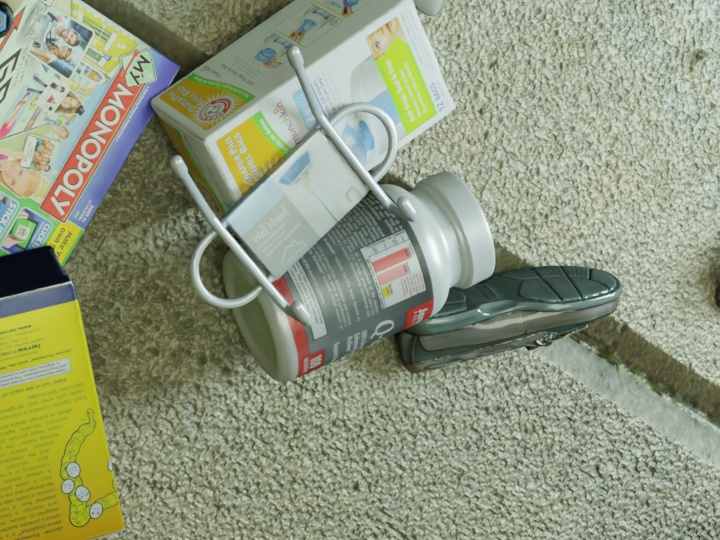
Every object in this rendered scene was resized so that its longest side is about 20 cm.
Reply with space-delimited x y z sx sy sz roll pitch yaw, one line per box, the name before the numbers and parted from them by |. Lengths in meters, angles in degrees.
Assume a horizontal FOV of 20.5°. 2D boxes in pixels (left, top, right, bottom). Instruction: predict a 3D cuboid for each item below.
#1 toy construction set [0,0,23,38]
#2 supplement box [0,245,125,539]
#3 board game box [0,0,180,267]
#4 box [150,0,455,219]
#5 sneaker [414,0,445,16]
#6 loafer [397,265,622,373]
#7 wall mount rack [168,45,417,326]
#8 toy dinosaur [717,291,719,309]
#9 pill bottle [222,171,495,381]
toy construction set | -0.293 -0.234 1.440 0.131 0.092 0.200 36 111 -19
supplement box | -0.254 0.099 1.488 0.109 0.109 0.202 -13 109 -14
board game box | -0.245 -0.107 1.524 0.134 0.029 0.201 32 85 -21
box | -0.045 -0.129 1.548 0.199 0.101 0.113 -36 126 -14
sneaker | 0.107 -0.281 1.625 0.199 0.078 0.100 -34 115 -5
loafer | 0.124 0.042 1.679 0.198 0.072 0.063 -7 120 -14
wall mount rack | -0.054 -0.064 1.461 0.200 0.074 0.174 -44 115 -10
toy dinosaur | 0.411 -0.038 1.771 0.135 0.086 0.201 26 82 -16
pill bottle | 0.000 0.000 1.588 0.199 0.116 0.117 -23 105 -17
